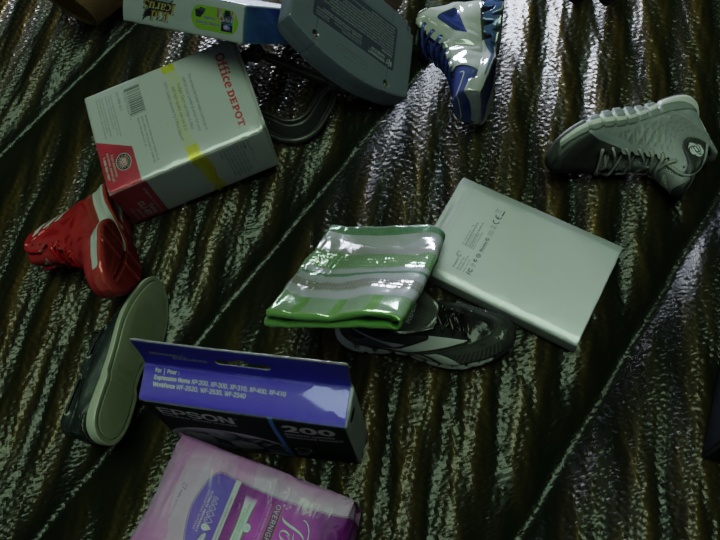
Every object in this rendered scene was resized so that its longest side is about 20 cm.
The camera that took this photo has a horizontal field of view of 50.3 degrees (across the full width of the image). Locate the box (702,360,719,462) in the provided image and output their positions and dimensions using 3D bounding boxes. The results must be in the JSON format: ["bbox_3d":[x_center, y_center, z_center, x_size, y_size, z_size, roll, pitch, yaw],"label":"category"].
[{"bbox_3d":[0.435,0.115,0.669,0.195,0.201,0.125,16,65,13],"label":"box"}]

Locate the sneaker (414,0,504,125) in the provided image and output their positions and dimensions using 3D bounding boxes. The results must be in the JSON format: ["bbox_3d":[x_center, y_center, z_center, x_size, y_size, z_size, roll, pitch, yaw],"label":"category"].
[{"bbox_3d":[0.118,-0.273,0.975,0.113,0.081,0.202,6,57,13],"label":"sneaker"}]

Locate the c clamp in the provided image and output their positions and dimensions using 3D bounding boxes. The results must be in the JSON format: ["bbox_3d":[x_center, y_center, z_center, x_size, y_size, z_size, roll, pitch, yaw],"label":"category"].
[{"bbox_3d":[-0.095,-0.246,1.008,0.197,0.027,0.173,19,71,13],"label":"c clamp"}]

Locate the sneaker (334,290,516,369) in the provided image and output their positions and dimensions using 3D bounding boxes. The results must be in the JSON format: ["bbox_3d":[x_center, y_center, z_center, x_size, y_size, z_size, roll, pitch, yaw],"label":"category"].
[{"bbox_3d":[0.065,0.055,0.798,0.196,0.091,0.068,6,64,8],"label":"sneaker"}]

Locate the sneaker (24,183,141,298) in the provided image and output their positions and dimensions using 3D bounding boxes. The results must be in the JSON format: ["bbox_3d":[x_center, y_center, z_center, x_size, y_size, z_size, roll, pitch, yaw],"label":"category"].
[{"bbox_3d":[-0.317,-0.012,0.867,0.114,0.079,0.201,-30,32,2],"label":"sneaker"}]

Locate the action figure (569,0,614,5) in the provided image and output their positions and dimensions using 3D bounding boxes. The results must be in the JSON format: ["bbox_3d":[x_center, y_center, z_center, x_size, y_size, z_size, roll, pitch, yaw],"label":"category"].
[{"bbox_3d":[0.355,-0.442,1.039,0.128,0.070,0.202,23,64,22],"label":"action figure"}]

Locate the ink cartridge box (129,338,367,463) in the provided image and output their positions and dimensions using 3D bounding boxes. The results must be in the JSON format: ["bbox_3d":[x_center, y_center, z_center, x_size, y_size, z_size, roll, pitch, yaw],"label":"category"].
[{"bbox_3d":[-0.098,0.128,0.714,0.194,0.201,0.044,5,62,8],"label":"ink cartridge box"}]

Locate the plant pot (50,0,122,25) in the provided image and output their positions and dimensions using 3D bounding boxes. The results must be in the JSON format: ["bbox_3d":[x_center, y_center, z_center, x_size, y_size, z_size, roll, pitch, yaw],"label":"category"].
[{"bbox_3d":[-0.357,-0.454,1.068,0.184,0.186,0.203,24,82,17],"label":"plant pot"}]

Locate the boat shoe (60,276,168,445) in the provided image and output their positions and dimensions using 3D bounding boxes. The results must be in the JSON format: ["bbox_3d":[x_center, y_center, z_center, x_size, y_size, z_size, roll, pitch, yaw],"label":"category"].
[{"bbox_3d":[-0.264,0.093,0.822,0.065,0.075,0.202,-8,53,22],"label":"boat shoe"}]

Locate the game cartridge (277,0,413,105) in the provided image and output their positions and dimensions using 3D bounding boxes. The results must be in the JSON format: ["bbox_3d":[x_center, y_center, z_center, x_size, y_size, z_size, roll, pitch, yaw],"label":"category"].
[{"bbox_3d":[-0.015,-0.292,0.940,0.040,0.198,0.136,-20,56,43],"label":"game cartridge"}]

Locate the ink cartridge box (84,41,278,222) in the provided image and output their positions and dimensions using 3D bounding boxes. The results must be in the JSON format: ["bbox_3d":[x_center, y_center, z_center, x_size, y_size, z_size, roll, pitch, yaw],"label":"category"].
[{"bbox_3d":[-0.214,-0.169,0.933,0.197,0.084,0.147,-22,66,0],"label":"ink cartridge box"}]

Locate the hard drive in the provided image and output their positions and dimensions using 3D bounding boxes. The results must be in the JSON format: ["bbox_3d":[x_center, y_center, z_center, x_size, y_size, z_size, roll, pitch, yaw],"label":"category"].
[{"bbox_3d":[0.174,-0.011,0.858,0.197,0.027,0.133,26,68,18],"label":"hard drive"}]

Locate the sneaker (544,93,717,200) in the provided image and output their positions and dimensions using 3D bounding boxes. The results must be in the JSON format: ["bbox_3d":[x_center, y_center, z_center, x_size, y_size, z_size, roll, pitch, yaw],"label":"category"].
[{"bbox_3d":[0.319,-0.126,0.877,0.196,0.075,0.117,-19,65,-5],"label":"sneaker"}]

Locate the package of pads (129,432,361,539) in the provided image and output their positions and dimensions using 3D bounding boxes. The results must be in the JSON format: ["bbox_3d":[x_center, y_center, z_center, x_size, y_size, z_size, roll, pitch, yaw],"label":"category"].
[{"bbox_3d":[-0.108,0.246,0.726,0.196,0.076,0.122,17,68,14],"label":"package of pads"}]

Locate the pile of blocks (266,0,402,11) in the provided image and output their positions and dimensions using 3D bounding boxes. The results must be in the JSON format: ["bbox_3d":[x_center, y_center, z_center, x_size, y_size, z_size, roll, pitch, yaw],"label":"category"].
[{"bbox_3d":[-0.031,-0.392,1.041,0.196,0.082,0.063,8,64,10],"label":"pile of blocks"}]

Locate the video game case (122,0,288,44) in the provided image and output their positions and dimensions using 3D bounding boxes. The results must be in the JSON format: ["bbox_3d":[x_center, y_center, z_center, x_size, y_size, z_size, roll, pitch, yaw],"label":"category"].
[{"bbox_3d":[-0.160,-0.316,0.955,0.178,0.046,0.199,18,22,23],"label":"video game case"}]

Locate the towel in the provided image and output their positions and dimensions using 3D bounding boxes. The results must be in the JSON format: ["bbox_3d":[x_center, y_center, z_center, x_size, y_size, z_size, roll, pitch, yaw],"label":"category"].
[{"bbox_3d":[0.000,0.000,0.790,0.146,0.031,0.200,-2,25,19],"label":"towel"}]
